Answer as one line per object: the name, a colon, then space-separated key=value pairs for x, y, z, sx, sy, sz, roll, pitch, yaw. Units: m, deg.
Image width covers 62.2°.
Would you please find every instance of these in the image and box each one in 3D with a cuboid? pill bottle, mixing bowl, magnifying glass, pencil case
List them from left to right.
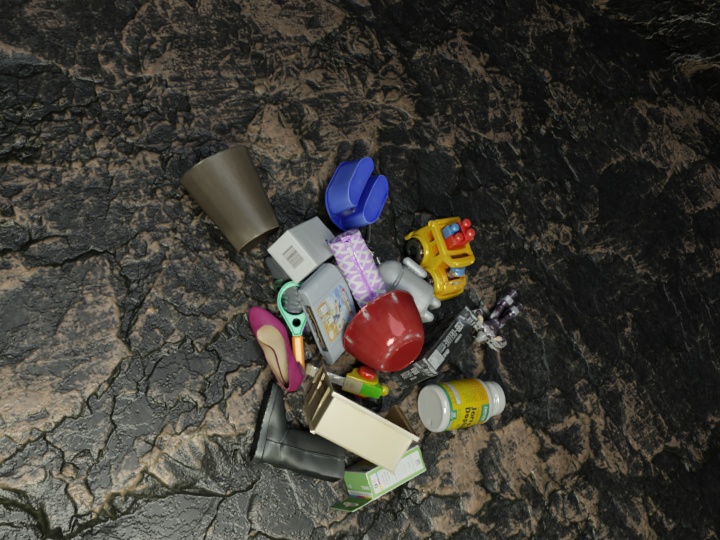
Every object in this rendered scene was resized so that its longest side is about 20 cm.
magnifying glass: x=-0.142 y=0.123 z=1.324 sx=0.079 sy=0.022 sz=0.202 roll=-4 pitch=91 yaw=-9
pencil case: x=0.000 y=0.000 z=1.371 sx=0.083 sy=0.085 sz=0.201 roll=-30 pitch=106 yaw=-12
mixing bowl: x=0.070 y=0.155 z=1.346 sx=0.199 sy=0.201 sz=0.109 roll=-12 pitch=46 yaw=-33
pill bottle: x=0.248 y=0.320 z=1.441 sx=0.198 sy=0.113 sz=0.114 roll=-1 pitch=68 yaw=-30

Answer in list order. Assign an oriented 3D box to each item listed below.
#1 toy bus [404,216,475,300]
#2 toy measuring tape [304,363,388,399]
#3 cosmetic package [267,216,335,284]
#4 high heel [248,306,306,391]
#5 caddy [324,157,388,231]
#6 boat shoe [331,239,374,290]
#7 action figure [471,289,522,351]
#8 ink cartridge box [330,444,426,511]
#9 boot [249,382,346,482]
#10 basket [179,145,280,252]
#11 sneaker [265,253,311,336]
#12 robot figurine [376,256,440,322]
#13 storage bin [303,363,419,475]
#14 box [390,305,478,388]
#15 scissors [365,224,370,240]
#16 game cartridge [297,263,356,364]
toy bus: x=0.231 y=-0.043 z=1.552 sx=0.135 sy=0.192 sz=0.202 roll=-10 pitch=74 yaw=-34
toy measuring tape: x=-0.029 y=0.242 z=1.356 sx=0.198 sy=0.074 sz=0.074 roll=19 pitch=59 yaw=-8
cosmetic package: x=-0.123 y=-0.051 z=1.369 sx=0.102 sy=0.071 sz=0.200 roll=49 pitch=21 yaw=0
high heel: x=-0.185 y=0.163 z=1.268 sx=0.200 sy=0.067 sz=0.096 roll=51 pitch=10 yaw=5
caddy: x=-0.016 y=-0.196 z=1.536 sx=0.141 sy=0.104 sz=0.201 roll=47 pitch=50 yaw=-31
boat shoe: x=-0.050 y=0.008 z=1.449 sx=0.075 sy=0.093 sz=0.200 roll=45 pitch=82 yaw=-18
action figure: x=0.366 y=0.140 z=1.623 sx=0.200 sy=0.069 sz=0.131 roll=-38 pitch=96 yaw=-32
ink cartridge box: x=0.030 y=0.435 z=1.266 sx=0.199 sy=0.104 sz=0.060 roll=-17 pitch=86 yaw=-34
boot: x=-0.118 y=0.341 z=1.252 sx=0.198 sy=0.066 sz=0.166 roll=19 pitch=67 yaw=-18
basket: x=-0.279 y=-0.155 z=1.353 sx=0.180 sy=0.136 sz=0.201 roll=-32 pitch=89 yaw=-32
sneaker: x=-0.165 y=0.055 z=1.356 sx=0.087 sy=0.074 sz=0.200 roll=-40 pitch=91 yaw=-31
robot figurine: x=0.102 y=0.051 z=1.480 sx=0.199 sy=0.113 sz=0.171 roll=34 pitch=68 yaw=-11
storage bin: x=-0.006 y=0.301 z=1.239 sx=0.199 sy=0.199 sz=0.094 roll=30 pitch=93 yaw=-13
box: x=0.176 y=0.185 z=1.435 sx=0.050 sy=0.158 sz=0.200 roll=47 pitch=53 yaw=-2
scissors: x=0.020 y=-0.053 z=1.510 sx=0.014 sy=0.073 sz=0.201 roll=37 pitch=53 yaw=-24
game cartridge: x=-0.066 y=0.093 z=1.350 sx=0.133 sy=0.041 sz=0.202 roll=-43 pitch=124 yaw=-39
